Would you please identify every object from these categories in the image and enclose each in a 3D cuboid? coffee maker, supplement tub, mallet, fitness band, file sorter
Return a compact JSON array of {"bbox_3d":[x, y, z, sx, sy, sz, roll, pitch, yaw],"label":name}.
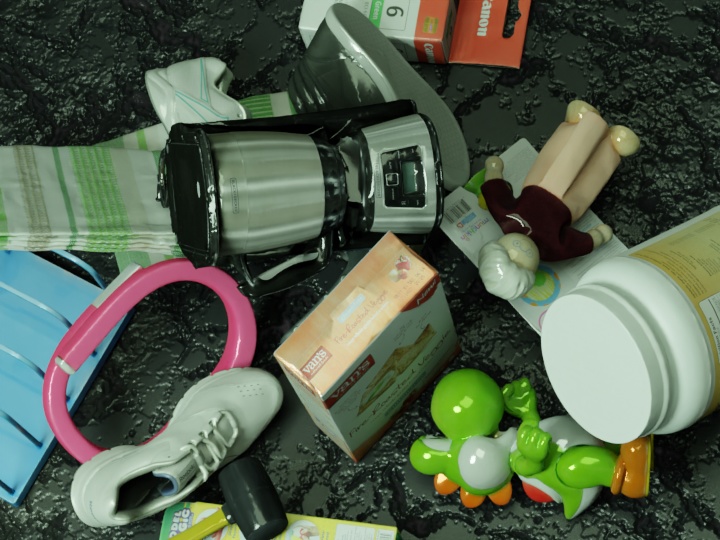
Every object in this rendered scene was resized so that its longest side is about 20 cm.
[{"bbox_3d":[-0.050,-0.079,1.573,0.198,0.136,0.192,-6,29,-17],"label":"coffee maker"},{"bbox_3d":[0.254,0.042,1.534,0.199,0.145,0.145,-24,65,-31],"label":"supplement tub"},{"bbox_3d":[-0.149,0.232,1.575,0.199,0.041,0.066,-37,65,-2],"label":"mallet"},{"bbox_3d":[-0.175,0.079,1.637,0.200,0.144,0.037,-48,25,-9],"label":"fitness band"},{"bbox_3d":[-0.314,0.070,1.664,0.138,0.123,0.201,25,76,18],"label":"file sorter"}]

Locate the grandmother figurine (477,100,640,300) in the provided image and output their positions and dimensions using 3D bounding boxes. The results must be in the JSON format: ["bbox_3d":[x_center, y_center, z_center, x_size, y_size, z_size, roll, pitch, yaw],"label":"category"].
[{"bbox_3d":[0.152,-0.055,1.611,0.121,0.061,0.201,26,56,11],"label":"grandmother figurine"}]

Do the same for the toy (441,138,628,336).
[{"bbox_3d":[0.160,-0.003,1.648,0.115,0.047,0.200,-37,79,-20],"label":"toy"}]

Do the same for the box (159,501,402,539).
[{"bbox_3d":[-0.072,0.258,1.595,0.198,0.048,0.118,7,71,9],"label":"box"}]

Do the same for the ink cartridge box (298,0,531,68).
[{"bbox_3d":[0.052,-0.247,1.760,0.198,0.050,0.110,7,71,12],"label":"ink cartridge box"}]

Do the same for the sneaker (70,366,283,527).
[{"bbox_3d":[-0.140,0.153,1.603,0.199,0.087,0.075,-37,109,-17],"label":"sneaker"}]

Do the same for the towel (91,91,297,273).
[{"bbox_3d":[-0.132,-0.073,1.742,0.198,0.023,0.154,-17,67,4],"label":"towel"}]

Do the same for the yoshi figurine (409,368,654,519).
[{"bbox_3d":[0.138,0.127,1.582,0.198,0.113,0.113,0,59,12],"label":"yoshi figurine"}]

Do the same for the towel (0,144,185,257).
[{"bbox_3d":[-0.248,-0.059,1.662,0.198,0.031,0.150,0,33,-16],"label":"towel"}]

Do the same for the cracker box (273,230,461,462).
[{"bbox_3d":[0.010,0.066,1.569,0.058,0.200,0.134,40,81,20],"label":"cracker box"}]

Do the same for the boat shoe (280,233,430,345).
[{"bbox_3d":[0.000,0.001,1.664,0.066,0.075,0.200,31,83,11],"label":"boat shoe"}]

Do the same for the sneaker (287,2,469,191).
[{"bbox_3d":[0.013,-0.128,1.707,0.201,0.070,0.099,53,124,15],"label":"sneaker"}]

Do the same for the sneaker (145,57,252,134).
[{"bbox_3d":[-0.125,-0.106,1.704,0.080,0.071,0.202,-21,65,-1],"label":"sneaker"}]
